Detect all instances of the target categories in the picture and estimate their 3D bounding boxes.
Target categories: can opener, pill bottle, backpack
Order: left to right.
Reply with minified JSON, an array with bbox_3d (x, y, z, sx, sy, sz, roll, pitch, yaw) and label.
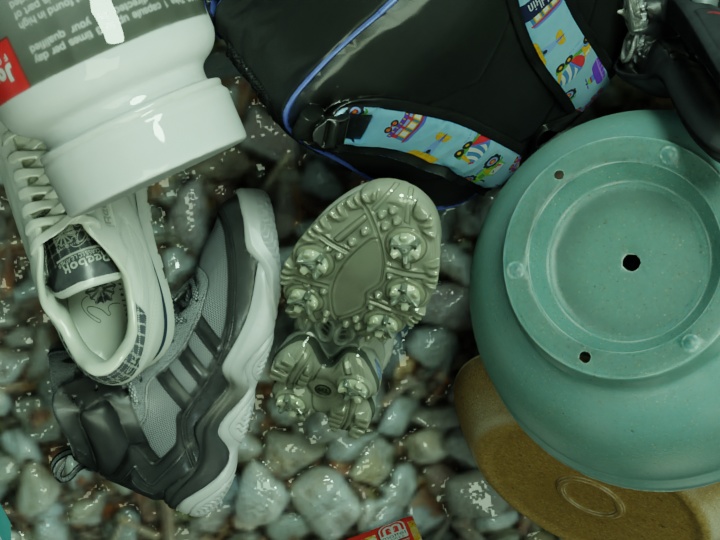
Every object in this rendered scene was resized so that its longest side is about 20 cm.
[{"bbox_3d":[-0.140,-0.134,0.886,0.114,0.114,0.200,-25,94,-1],"label":"pill bottle"},{"bbox_3d":[0.040,-0.130,0.953,0.183,0.135,0.200,-45,148,10],"label":"backpack"},{"bbox_3d":[0.169,-0.102,0.897,0.079,0.200,0.063,7,107,-1],"label":"can opener"}]

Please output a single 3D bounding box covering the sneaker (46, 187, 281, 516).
[{"bbox_3d":[-0.114,0.044,1.029,0.114,0.075,0.200,9,111,-16],"label":"sneaker"}]

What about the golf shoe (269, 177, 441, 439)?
[{"bbox_3d":[0.000,0.000,0.997,0.078,0.097,0.200,22,141,-2],"label":"golf shoe"}]

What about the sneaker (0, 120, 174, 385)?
[{"bbox_3d":[-0.150,-0.038,0.955,0.076,0.081,0.200,-22,92,9],"label":"sneaker"}]

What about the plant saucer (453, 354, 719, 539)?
[{"bbox_3d":[0.139,0.118,1.065,0.200,0.200,0.035,43,59,-25],"label":"plant saucer"}]

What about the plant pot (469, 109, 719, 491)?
[{"bbox_3d":[0.142,0.005,0.925,0.200,0.134,0.200,-3,78,16],"label":"plant pot"}]

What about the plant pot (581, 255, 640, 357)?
[{"bbox_3d":[0.224,0.030,1.070,0.200,0.141,0.141,17,109,-8],"label":"plant pot"}]

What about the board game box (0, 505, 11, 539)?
[{"bbox_3d":[-0.302,0.101,1.028,0.151,0.047,0.200,-20,117,-3],"label":"board game box"}]

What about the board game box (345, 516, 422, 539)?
[{"bbox_3d":[-0.035,0.258,1.160,0.200,0.046,0.152,-20,117,-3],"label":"board game box"}]
